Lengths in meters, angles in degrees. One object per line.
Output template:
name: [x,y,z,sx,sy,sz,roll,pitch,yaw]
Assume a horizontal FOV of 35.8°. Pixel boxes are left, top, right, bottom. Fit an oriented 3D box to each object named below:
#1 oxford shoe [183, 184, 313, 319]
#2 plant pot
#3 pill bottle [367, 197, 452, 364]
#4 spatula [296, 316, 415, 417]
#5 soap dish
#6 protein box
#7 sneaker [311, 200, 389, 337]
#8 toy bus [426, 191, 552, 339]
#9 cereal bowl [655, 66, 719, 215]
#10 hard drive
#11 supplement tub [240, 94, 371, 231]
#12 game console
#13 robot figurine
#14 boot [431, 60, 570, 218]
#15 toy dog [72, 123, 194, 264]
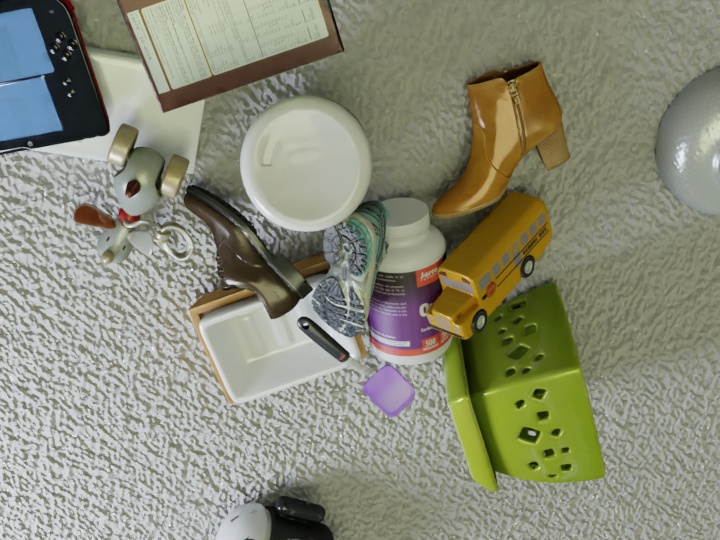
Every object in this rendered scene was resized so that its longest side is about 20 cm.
oxford shoe: [-0.155,-0.022,1.367,0.084,0.073,0.200,-44,84,-3]
plant pot: [0.212,0.166,1.505,0.180,0.200,0.201,-16,121,8]
pill bottle: [0.058,0.014,1.436,0.111,0.113,0.202,-9,121,-3]
spatula: [-0.008,0.119,1.446,0.056,0.021,0.200,-42,118,15]
soap dish: [-0.107,0.074,1.463,0.198,0.081,0.159,-19,120,2]
protein box: [-0.140,-0.293,1.183,0.198,0.199,0.136,-18,121,1]
sneaker: [0.000,0.000,1.348,0.077,0.086,0.201,32,140,16]
toy bus: [0.161,-0.006,1.407,0.200,0.065,0.079,-45,134,-27]
cereal bowl: [0.484,-0.156,1.426,0.198,0.084,0.202,-3,119,-6]
hard drive: [-0.287,-0.192,1.317,0.198,0.026,0.133,7,118,-13]
supplement tub: [-0.059,-0.127,1.272,0.143,0.200,0.146,0,100,0]
game console: [-0.398,-0.218,1.259,0.198,0.031,0.179,-8,116,9]
robot figurine: [-0.116,0.416,1.627,0.198,0.152,0.125,23,153,-20]
boot: [0.154,-0.165,1.385,0.200,0.071,0.145,-27,114,3]
toy dog: [-0.272,-0.070,1.320,0.130,0.097,0.202,11,129,7]
